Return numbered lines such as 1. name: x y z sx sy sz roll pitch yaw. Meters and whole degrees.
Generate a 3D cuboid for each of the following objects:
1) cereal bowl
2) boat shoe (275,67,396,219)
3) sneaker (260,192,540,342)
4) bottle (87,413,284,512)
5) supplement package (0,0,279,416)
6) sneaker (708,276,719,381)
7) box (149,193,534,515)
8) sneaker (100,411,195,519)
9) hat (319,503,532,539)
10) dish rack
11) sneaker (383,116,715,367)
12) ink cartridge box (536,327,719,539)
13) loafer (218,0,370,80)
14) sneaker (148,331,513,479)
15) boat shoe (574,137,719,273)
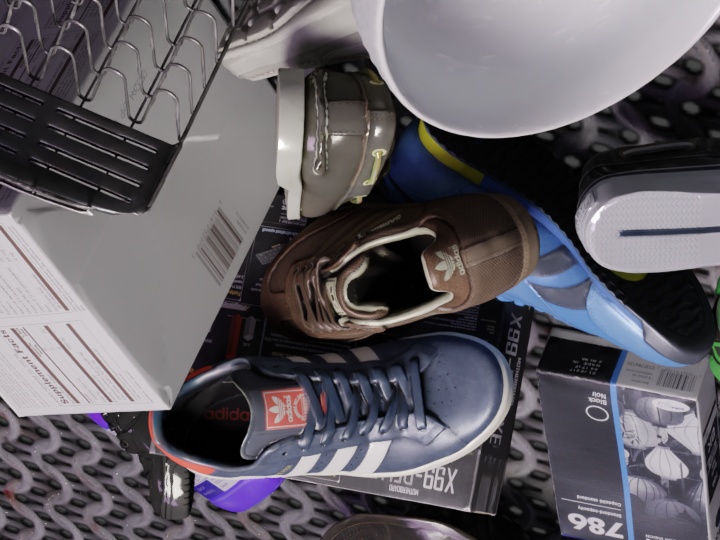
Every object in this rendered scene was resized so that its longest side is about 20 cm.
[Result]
1. cereal bowl: 0.079 -0.160 1.177 0.199 0.083 0.201 -19 143 -15
2. boat shoe: -0.011 -0.065 1.364 0.060 0.073 0.202 0 176 1
3. sneaker: 0.000 0.000 1.362 0.200 0.075 0.071 -19 90 47
4. bottle: -0.133 0.073 1.657 0.200 0.065 0.083 35 144 -14
5. supplement package: -0.142 -0.048 1.394 0.110 0.201 0.156 -4 136 36
6. sneaker: 0.275 0.050 1.356 0.199 0.086 0.078 17 -175 18
7. box: -0.008 0.042 1.467 0.199 0.159 0.050 8 175 22
8. sneaker: -0.158 0.053 1.585 0.104 0.201 0.060 -5 180 0
9. hat: 0.072 0.202 1.689 0.200 0.081 0.201 18 138 17
10. dish rack: -0.132 -0.128 1.295 0.153 0.201 0.055 22 152 3
11. sneaker: 0.097 -0.007 1.385 0.200 0.066 0.079 39 130 11
12. ink cartridge box: 0.164 0.118 1.562 0.099 0.039 0.200 9 142 20
13. loafer: 0.005 -0.130 1.318 0.070 0.070 0.200 42 145 -26
14. sneaker: -0.020 0.075 1.394 0.199 0.075 0.084 -13 167 19
15. boat shoe: 0.206 -0.041 1.315 0.199 0.071 0.072 3 130 -4
